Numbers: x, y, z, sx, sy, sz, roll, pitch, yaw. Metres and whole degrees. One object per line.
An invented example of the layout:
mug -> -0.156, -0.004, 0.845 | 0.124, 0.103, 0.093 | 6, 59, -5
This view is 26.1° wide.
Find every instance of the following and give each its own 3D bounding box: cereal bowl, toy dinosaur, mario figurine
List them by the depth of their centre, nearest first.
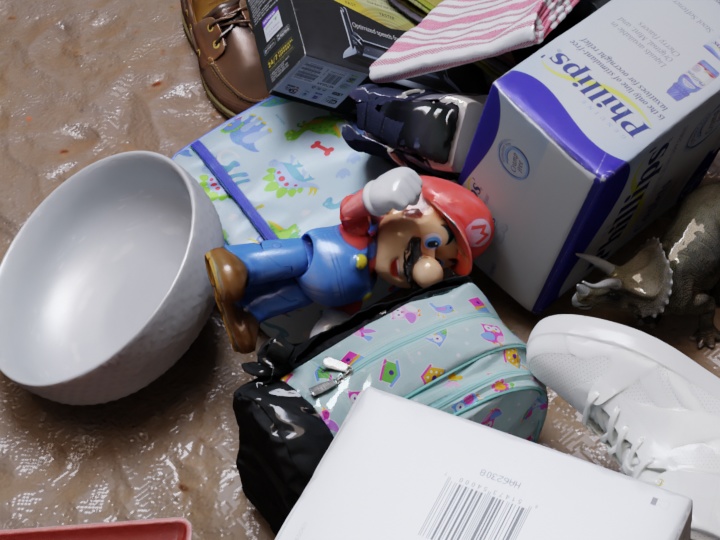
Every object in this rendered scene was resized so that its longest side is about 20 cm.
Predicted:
mario figurine -> 0.000, 0.000, 1.069 | 0.200, 0.123, 0.106 | -19, 81, -6
toy dinosaur -> 0.240, -0.013, 1.107 | 0.200, 0.102, 0.077 | -41, 55, -22
cereal bowl -> -0.177, 0.015, 1.155 | 0.200, 0.083, 0.200 | -22, 49, 27

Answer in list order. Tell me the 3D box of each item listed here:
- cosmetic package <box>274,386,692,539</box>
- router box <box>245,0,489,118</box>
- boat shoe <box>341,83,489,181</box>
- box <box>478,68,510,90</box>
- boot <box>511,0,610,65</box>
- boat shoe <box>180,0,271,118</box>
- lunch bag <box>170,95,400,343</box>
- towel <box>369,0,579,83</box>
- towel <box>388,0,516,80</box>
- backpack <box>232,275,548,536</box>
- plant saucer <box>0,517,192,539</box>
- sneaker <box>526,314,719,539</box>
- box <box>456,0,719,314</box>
cosmetic package -> 0.076, 0.196, 0.895 | 0.199, 0.200, 0.123 | 17, 58, 24
router box -> 0.003, -0.194, 1.243 | 0.200, 0.052, 0.157 | 12, 51, -38
boat shoe -> 0.055, -0.108, 1.177 | 0.093, 0.200, 0.075 | 15, 92, 19
box -> 0.127, -0.217, 1.346 | 0.119, 0.041, 0.200 | -23, 47, -10
boot -> 0.226, -0.219, 1.199 | 0.200, 0.165, 0.066 | -18, 76, -41
boat shoe -> -0.115, -0.203, 1.360 | 0.072, 0.068, 0.200 | -23, 50, -9
lunch bag -> -0.050, -0.046, 1.207 | 0.161, 0.082, 0.200 | -29, 50, -10
towel -> 0.104, -0.203, 1.155 | 0.146, 0.030, 0.200 | -11, 25, 38
towel -> 0.094, -0.258, 1.296 | 0.144, 0.023, 0.200 | 31, 51, -17
backpack -> 0.022, 0.096, 1.037 | 0.200, 0.167, 0.127 | -26, 66, -21
plant saucer -> -0.209, 0.260, 1.004 | 0.200, 0.037, 0.200 | -6, 49, 7
sneaker -> 0.171, 0.110, 0.949 | 0.200, 0.074, 0.116 | 27, 58, 20
box -> 0.176, -0.094, 1.113 | 0.200, 0.184, 0.105 | -36, 71, -26
